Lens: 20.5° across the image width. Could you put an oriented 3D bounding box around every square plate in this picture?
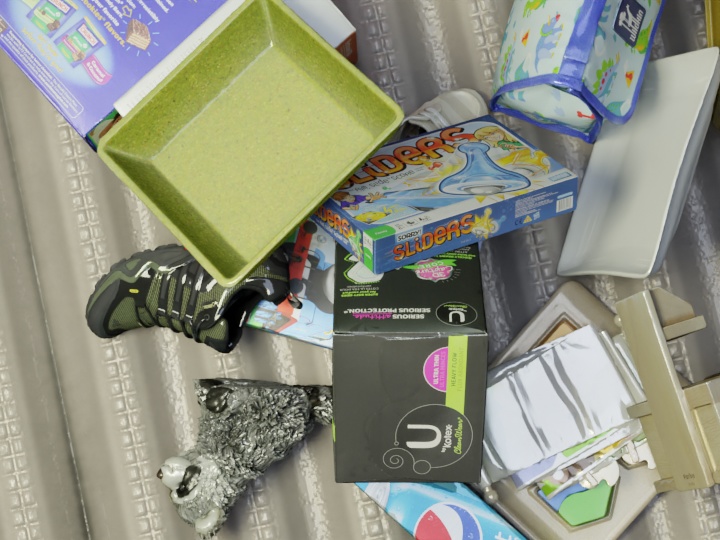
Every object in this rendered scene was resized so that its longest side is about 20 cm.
[{"bbox_3d":[0.242,-0.086,1.701,0.028,0.200,0.200,20,85,-16],"label":"square plate"}]

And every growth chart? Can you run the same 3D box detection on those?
[{"bbox_3d":[0.175,0.125,1.729,0.199,0.018,0.146,-20,87,1],"label":"growth chart"}]

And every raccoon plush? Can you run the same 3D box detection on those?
[{"bbox_3d":[-0.076,0.167,1.732,0.198,0.097,0.135,4,92,1],"label":"raccoon plush"}]

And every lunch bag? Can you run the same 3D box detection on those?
[{"bbox_3d":[0.192,-0.215,1.710,0.126,0.200,0.171,17,84,3],"label":"lunch bag"}]

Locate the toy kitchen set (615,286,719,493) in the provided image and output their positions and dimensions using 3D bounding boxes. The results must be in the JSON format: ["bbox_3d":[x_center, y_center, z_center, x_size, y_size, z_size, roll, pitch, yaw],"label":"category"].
[{"bbox_3d":[0.321,0.074,1.634,0.179,0.200,0.164,-18,85,-13],"label":"toy kitchen set"}]

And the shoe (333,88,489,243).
[{"bbox_3d":[0.050,-0.093,1.746,0.070,0.053,0.200,35,65,12],"label":"shoe"}]

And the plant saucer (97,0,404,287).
[{"bbox_3d":[-0.086,-0.102,1.625,0.200,0.048,0.200,-44,58,-3],"label":"plant saucer"}]

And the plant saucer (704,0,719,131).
[{"bbox_3d":[0.324,-0.215,1.694,0.048,0.200,0.202,-2,73,5],"label":"plant saucer"}]

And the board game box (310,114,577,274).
[{"bbox_3d":[0.062,-0.066,1.652,0.199,0.135,0.035,-18,125,-26],"label":"board game box"}]

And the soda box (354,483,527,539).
[{"bbox_3d":[0.081,0.220,1.730,0.200,0.068,0.064,40,86,5],"label":"soda box"}]

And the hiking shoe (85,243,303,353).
[{"bbox_3d":[-0.149,0.029,1.729,0.199,0.076,0.101,-24,66,17],"label":"hiking shoe"}]

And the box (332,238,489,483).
[{"bbox_3d":[0.038,0.058,1.625,0.123,0.200,0.150,0,120,1],"label":"box"}]

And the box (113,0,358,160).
[{"bbox_3d":[-0.106,-0.166,1.748,0.200,0.124,0.098,-43,85,-3],"label":"box"}]

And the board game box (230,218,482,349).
[{"bbox_3d":[0.000,0.000,1.772,0.198,0.037,0.152,15,84,2],"label":"board game box"}]

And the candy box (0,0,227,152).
[{"bbox_3d":[-0.222,-0.238,1.782,0.200,0.077,0.169,-42,84,-2],"label":"candy box"}]

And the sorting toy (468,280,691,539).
[{"bbox_3d":[0.189,0.139,1.753,0.185,0.036,0.200,42,86,5],"label":"sorting toy"}]
